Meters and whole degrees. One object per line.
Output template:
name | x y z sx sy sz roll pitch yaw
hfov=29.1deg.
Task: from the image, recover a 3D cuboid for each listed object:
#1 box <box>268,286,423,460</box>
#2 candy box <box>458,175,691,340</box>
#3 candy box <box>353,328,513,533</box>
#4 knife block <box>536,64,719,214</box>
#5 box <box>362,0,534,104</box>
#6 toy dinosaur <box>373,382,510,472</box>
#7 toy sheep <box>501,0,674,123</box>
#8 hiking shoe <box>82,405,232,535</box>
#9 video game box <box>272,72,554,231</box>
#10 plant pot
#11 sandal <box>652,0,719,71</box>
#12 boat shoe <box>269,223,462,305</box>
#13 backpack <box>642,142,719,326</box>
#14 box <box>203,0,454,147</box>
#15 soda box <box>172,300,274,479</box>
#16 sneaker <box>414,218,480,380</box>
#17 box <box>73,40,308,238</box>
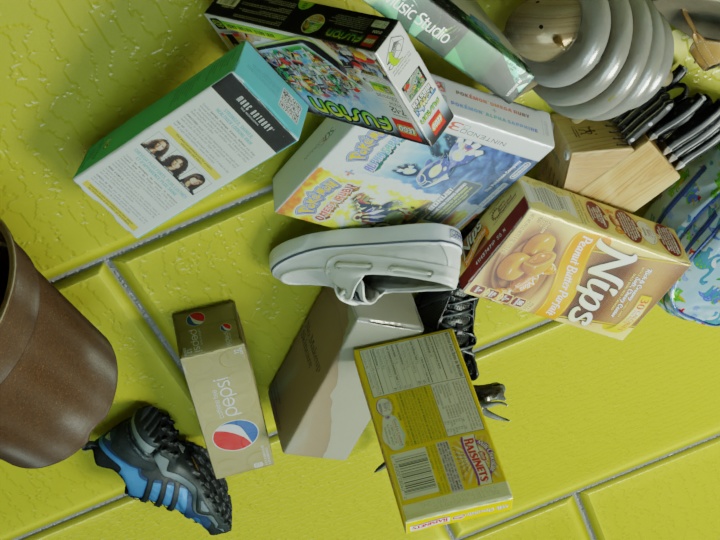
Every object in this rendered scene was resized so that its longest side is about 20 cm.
box | -0.018 0.094 1.426 0.077 0.095 0.200 9 128 -25
candy box | 0.203 -0.010 1.331 0.199 0.055 0.116 17 128 -27
candy box | 0.065 0.145 1.294 0.102 0.201 0.026 -10 139 -8
knife block | 0.266 -0.102 1.347 0.175 0.064 0.201 -4 134 -13
box | 0.039 -0.224 1.102 0.200 0.145 0.036 27 113 -36
toy dinosaur | 0.064 0.166 1.514 0.077 0.102 0.200 27 119 -36
toy sheep | 0.201 -0.191 1.203 0.199 0.138 0.138 6 132 -42
hiking shoe | -0.212 0.225 1.513 0.086 0.075 0.200 -23 126 16
video game box | 0.045 -0.098 1.259 0.182 0.047 0.200 16 143 -27
plant pot | -0.335 0.075 1.248 0.200 0.201 0.198 -28 142 10
sandal | 0.333 -0.202 1.261 0.080 0.054 0.200 -5 154 43
boat shoe | 0.000 0.000 1.312 0.199 0.066 0.074 -8 158 28
backpack | 0.366 -0.041 1.400 0.163 0.154 0.200 18 139 -39
box | -0.027 -0.166 1.111 0.035 0.200 0.110 -53 136 -17
soda box | -0.140 0.126 1.438 0.067 0.064 0.201 -13 136 -5
sneaker | 0.097 0.047 1.405 0.076 0.114 0.200 8 128 -26
box | -0.146 -0.107 1.173 0.200 0.049 0.082 -27 121 32
